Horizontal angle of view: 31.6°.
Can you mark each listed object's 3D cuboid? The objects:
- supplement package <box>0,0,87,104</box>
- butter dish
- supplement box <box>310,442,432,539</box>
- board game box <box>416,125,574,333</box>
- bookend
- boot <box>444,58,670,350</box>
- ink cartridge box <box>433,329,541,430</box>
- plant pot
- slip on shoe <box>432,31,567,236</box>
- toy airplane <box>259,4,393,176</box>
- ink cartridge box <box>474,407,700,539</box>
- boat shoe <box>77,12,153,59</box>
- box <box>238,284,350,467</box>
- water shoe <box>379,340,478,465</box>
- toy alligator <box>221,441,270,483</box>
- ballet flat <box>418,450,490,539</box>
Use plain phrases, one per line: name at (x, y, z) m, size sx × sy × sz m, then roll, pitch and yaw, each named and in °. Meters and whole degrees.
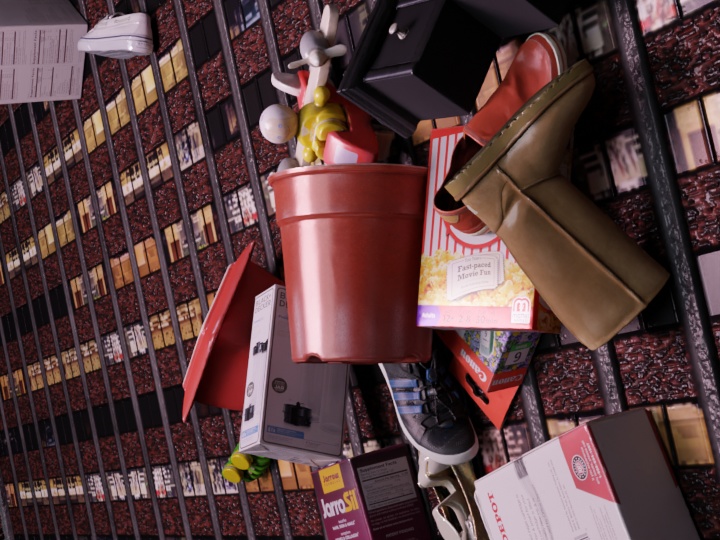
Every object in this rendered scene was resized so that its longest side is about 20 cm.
supplement package at (-0.606, -0.395, 2.238) m, size 0.152 × 0.199 × 0.151 m, roll 48°, pitch 136°, yaw 41°
butter dish at (-0.138, 0.100, 1.689) m, size 0.200 × 0.147 × 0.201 m, roll -73°, pitch 5°, yaw -46°
supplement box at (0.022, 0.322, 1.533) m, size 0.110 × 0.085 × 0.201 m, roll -32°, pitch 71°, yaw 57°
board game box at (0.129, -0.042, 1.230) m, size 0.151 × 0.046 × 0.202 m, roll -2°, pitch 81°, yaw 47°
bookend at (0.098, -0.235, 1.164) m, size 0.198 × 0.092 × 0.201 m, roll 4°, pitch 68°, yaw 58°
boot at (0.198, -0.059, 1.121) m, size 0.200 × 0.066 × 0.175 m, roll 45°, pitch 108°, yaw -4°
ink cartridge box at (0.129, 0.064, 1.325) m, size 0.109 × 0.050 × 0.201 m, roll 50°, pitch 137°, yaw 39°
plant pot at (0.000, 0.000, 1.341) m, size 0.200 × 0.200 × 0.197 m, roll -8°, pitch 81°, yaw 58°
slip on shoe at (0.128, -0.126, 1.169) m, size 0.074 × 0.061 × 0.201 m, roll 42°, pitch 111°, yaw 44°
toy airplane at (-0.058, -0.183, 1.473) m, size 0.199 × 0.140 × 0.202 m, roll -21°, pitch 81°, yaw 58°
ink cartridge box at (0.211, 0.235, 1.209) m, size 0.200 × 0.082 × 0.148 m, roll -42°, pitch 63°, yaw 53°
boat shoe at (-0.384, -0.377, 2.027) m, size 0.199 × 0.073 × 0.067 m, roll 10°, pitch 92°, yaw 47°
box at (-0.076, 0.128, 1.549) m, size 0.060 × 0.116 × 0.201 m, roll -32°, pitch 47°, yaw 56°
water shoe at (0.066, 0.124, 1.407) m, size 0.200 × 0.071 × 0.079 m, roll 57°, pitch 162°, yaw 34°
toy alligator at (-0.149, 0.257, 1.826) m, size 0.054 × 0.059 × 0.200 m, roll 30°, pitch 136°, yaw -2°
ballet flat at (0.100, 0.245, 1.406) m, size 0.071 × 0.070 × 0.201 m, roll -53°, pitch 54°, yaw 49°
